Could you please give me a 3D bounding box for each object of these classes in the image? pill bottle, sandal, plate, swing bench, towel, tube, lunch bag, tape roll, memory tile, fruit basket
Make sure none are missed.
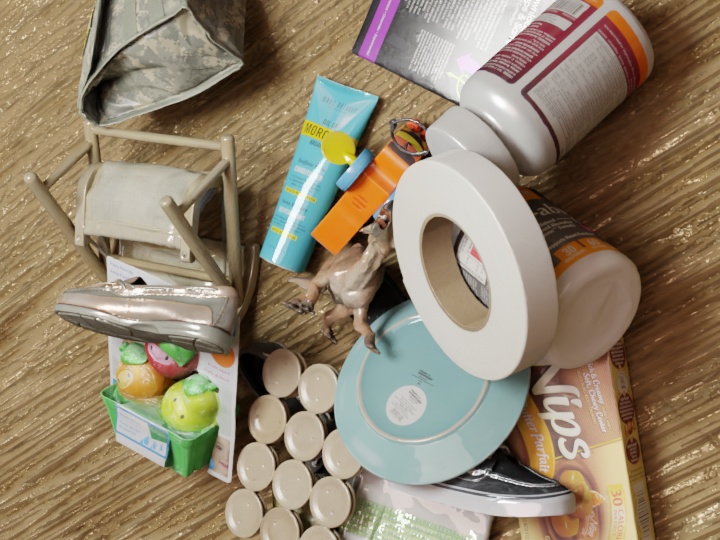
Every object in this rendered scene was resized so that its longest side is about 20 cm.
[{"bbox_3d":[0.151,-0.008,1.193,0.200,0.116,0.117,42,110,43],"label":"pill bottle"},{"bbox_3d":[0.047,0.067,1.318,0.075,0.048,0.201,-44,57,18],"label":"sandal"},{"bbox_3d":[0.062,0.104,1.230,0.199,0.026,0.202,-13,55,19],"label":"plate"},{"bbox_3d":[0.159,-0.155,1.171,0.200,0.110,0.110,-42,68,-11],"label":"pill bottle"},{"bbox_3d":[-0.225,-0.039,1.406,0.197,0.130,0.201,10,131,27],"label":"swing bench"},{"bbox_3d":[0.042,0.284,1.281,0.148,0.031,0.202,15,80,18],"label":"towel"},{"bbox_3d":[-0.048,-0.099,1.371,0.077,0.050,0.202,22,95,20],"label":"tube"},{"bbox_3d":[-0.226,-0.260,1.398,0.199,0.117,0.165,-25,44,27],"label":"lunch bag"},{"bbox_3d":[0.095,-0.004,1.129,0.203,0.037,0.204,44,146,41],"label":"tape roll"},{"bbox_3d":[-0.059,0.190,1.312,0.152,0.017,0.202,17,93,34],"label":"memory tile"},{"bbox_3d":[-0.201,0.105,1.349,0.184,0.094,0.201,23,128,29],"label":"fruit basket"}]

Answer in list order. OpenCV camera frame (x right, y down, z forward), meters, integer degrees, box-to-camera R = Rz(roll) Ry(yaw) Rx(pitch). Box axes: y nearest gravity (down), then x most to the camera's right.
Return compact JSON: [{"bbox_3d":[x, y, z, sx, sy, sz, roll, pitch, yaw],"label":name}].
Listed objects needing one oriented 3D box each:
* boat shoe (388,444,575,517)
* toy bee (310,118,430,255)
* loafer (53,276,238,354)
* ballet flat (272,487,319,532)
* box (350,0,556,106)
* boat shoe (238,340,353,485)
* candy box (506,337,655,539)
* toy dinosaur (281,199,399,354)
[{"bbox_3d":[0.110,0.183,1.210,0.199,0.071,0.068,5,93,43],"label":"boat shoe"},{"bbox_3d":[0.034,-0.097,1.305,0.199,0.109,0.131,-19,112,40],"label":"toy bee"},{"bbox_3d":[-0.206,0.036,1.281,0.198,0.072,0.063,9,71,24],"label":"loafer"},{"bbox_3d":[-0.046,0.296,1.343,0.071,0.071,0.200,-46,71,20],"label":"ballet flat"},{"bbox_3d":[0.100,-0.242,1.294,0.199,0.036,0.144,31,105,27],"label":"box"},{"bbox_3d":[-0.063,0.158,1.366,0.067,0.057,0.200,-46,69,21],"label":"boat shoe"},{"bbox_3d":[0.199,0.164,1.222,0.115,0.055,0.202,-11,84,28],"label":"candy box"},{"bbox_3d":[0.000,0.000,1.284,0.086,0.200,0.136,36,78,-17],"label":"toy dinosaur"}]
